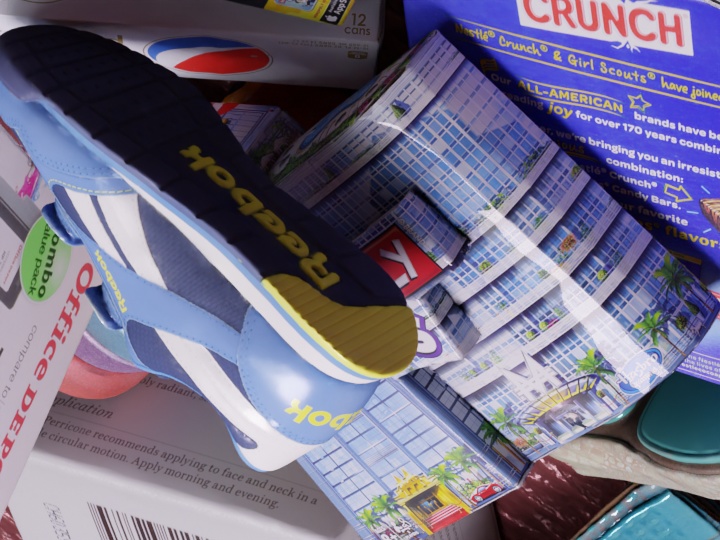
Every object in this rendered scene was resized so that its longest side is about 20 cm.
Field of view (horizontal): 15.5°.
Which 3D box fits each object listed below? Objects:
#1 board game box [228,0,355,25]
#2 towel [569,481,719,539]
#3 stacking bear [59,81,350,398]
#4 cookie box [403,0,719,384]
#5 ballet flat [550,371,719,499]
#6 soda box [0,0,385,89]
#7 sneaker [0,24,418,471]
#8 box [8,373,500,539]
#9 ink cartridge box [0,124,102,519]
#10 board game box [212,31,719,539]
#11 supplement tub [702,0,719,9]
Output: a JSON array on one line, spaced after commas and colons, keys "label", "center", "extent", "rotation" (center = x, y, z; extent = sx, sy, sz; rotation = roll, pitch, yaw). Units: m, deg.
[{"label": "board game box", "center": [-0.067, -0.187, 0.895], "extent": [0.200, 0.062, 0.200], "rotation": [13, 142, -15]}, {"label": "towel", "center": [0.117, 0.194, 1.223], "extent": [0.147, 0.022, 0.200], "rotation": [41, 107, -21]}, {"label": "stacking bear", "center": [-0.070, -0.023, 1.164], "extent": [0.200, 0.121, 0.114], "rotation": [-26, 103, 41]}, {"label": "cookie box", "center": [0.112, -0.057, 0.999], "extent": [0.171, 0.075, 0.200], "rotation": [18, 142, 23]}, {"label": "ballet flat", "center": [0.139, 0.066, 1.120], "extent": [0.062, 0.067, 0.200], "rotation": [40, 165, -25]}, {"label": "soda box", "center": [-0.090, -0.115, 1.025], "extent": [0.200, 0.064, 0.068], "rotation": [5, 168, -1]}, {"label": "sneaker", "center": [-0.072, -0.010, 0.956], "extent": [0.200, 0.074, 0.082], "rotation": [46, 125, 19]}, {"label": "box", "center": [-0.048, 0.125, 1.296], "extent": [0.199, 0.131, 0.200], "rotation": [14, 140, 27]}, {"label": "ink cartridge box", "center": [-0.221, -0.002, 1.055], "extent": [0.146, 0.147, 0.200], "rotation": [13, 160, 26]}, {"label": "board game box", "center": [0.000, 0.000, 1.022], "extent": [0.200, 0.062, 0.200], "rotation": [42, 143, -9]}, {"label": "supplement tub", "center": [0.143, -0.137, 0.839], "extent": [0.200, 0.123, 0.123], "rotation": [28, 144, 11]}]
